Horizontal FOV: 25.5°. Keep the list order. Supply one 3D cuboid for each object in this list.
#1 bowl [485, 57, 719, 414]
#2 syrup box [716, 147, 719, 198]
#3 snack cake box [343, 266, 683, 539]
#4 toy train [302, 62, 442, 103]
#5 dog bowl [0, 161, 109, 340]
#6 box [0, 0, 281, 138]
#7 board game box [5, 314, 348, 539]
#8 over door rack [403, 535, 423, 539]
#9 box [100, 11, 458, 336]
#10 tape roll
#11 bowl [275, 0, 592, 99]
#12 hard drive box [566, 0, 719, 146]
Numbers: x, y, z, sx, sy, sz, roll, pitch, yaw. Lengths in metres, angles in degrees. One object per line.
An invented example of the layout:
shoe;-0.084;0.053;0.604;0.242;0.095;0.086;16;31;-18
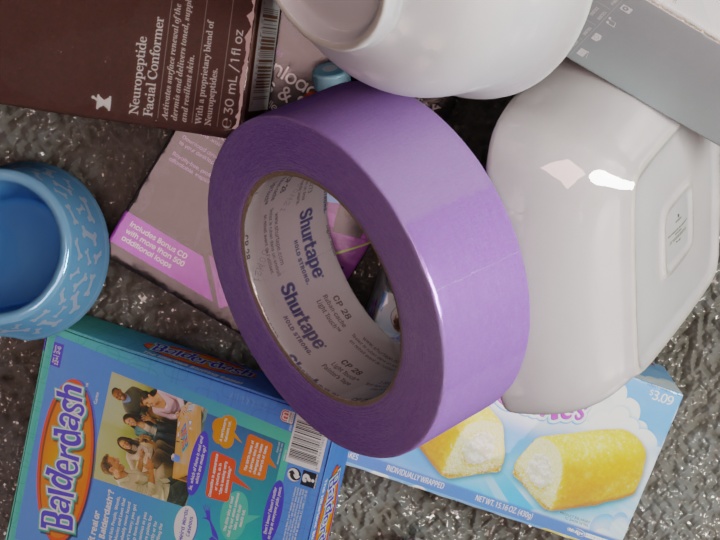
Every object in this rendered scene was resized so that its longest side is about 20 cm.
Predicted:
bowl;0.147;-0.029;0.906;0.075;0.200;0.200;12;124;31
syrup box;0.304;-0.104;0.971;0.200;0.081;0.079;-11;104;0
snack cake box;0.088;0.088;1.012;0.200;0.067;0.115;19;103;-6
toy train;0.022;-0.143;0.907;0.150;0.056;0.200;-9;120;-9
dog bowl;-0.256;-0.004;0.968;0.200;0.050;0.112;-11;86;7
box;-0.151;-0.140;0.932;0.200;0.075;0.100;9;98;9
board game box;-0.114;0.127;0.992;0.200;0.045;0.152;17;103;16
over door rack;0.057;0.293;1.048;0.148;0.067;0.200;23;80;-7
box;-0.050;-0.060;0.991;0.143;0.036;0.200;30;98;-8
tape roll;0.000;0.000;0.878;0.066;0.200;0.200;-25;105;-33
bowl;0.012;-0.165;0.777;0.090;0.201;0.201;-29;105;-35
hard drive box;0.184;-0.165;0.846;0.200;0.077;0.156;29;62;-7
